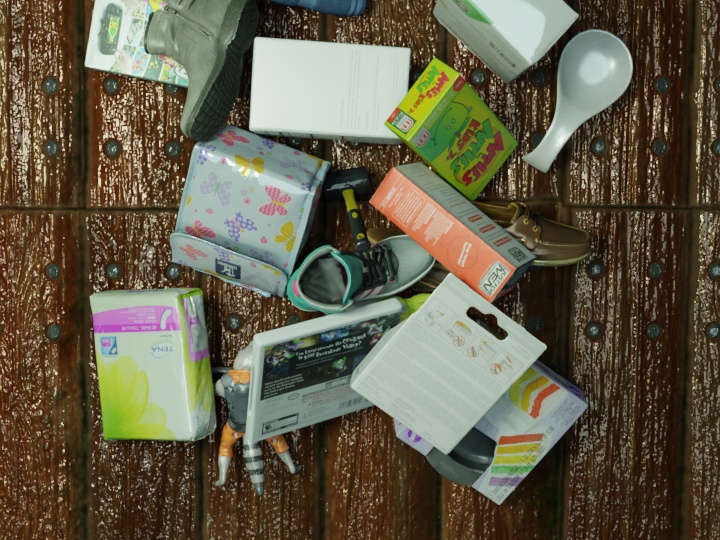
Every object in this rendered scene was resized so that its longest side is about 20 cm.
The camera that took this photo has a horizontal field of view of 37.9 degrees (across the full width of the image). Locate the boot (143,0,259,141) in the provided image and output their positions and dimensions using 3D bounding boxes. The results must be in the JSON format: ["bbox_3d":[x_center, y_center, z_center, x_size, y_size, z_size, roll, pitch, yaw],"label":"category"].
[{"bbox_3d":[-0.215,-0.264,1.311,0.130,0.068,0.201,15,80,19],"label":"boot"}]

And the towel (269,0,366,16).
[{"bbox_3d":[-0.078,-0.394,1.343,0.199,0.048,0.112,4,98,-34],"label":"towel"}]

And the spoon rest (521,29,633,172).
[{"bbox_3d":[0.286,-0.224,1.392,0.099,0.061,0.201,30,95,-2],"label":"spoon rest"}]

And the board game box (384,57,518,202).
[{"bbox_3d":[0.120,-0.174,1.332,0.048,0.200,0.102,40,94,35],"label":"board game box"}]

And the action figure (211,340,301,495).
[{"bbox_3d":[-0.122,0.190,1.406,0.199,0.105,0.195,-5,105,4],"label":"action figure"}]

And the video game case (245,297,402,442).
[{"bbox_3d":[-0.048,0.128,1.341,0.199,0.023,0.183,-14,136,-25],"label":"video game case"}]

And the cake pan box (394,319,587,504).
[{"bbox_3d":[0.170,0.193,1.401,0.184,0.052,0.200,36,107,-11],"label":"cake pan box"}]

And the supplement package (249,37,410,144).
[{"bbox_3d":[-0.039,-0.230,1.362,0.199,0.117,0.118,4,94,-1],"label":"supplement package"}]

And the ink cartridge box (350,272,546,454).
[{"bbox_3d":[0.108,0.114,1.319,0.161,0.050,0.200,36,107,-10],"label":"ink cartridge box"}]

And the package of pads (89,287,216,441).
[{"bbox_3d":[-0.272,0.124,1.391,0.154,0.068,0.201,-2,96,25],"label":"package of pads"}]

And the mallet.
[{"bbox_3d":[0.000,-0.079,1.343,0.065,0.200,0.041,-16,121,-8],"label":"mallet"}]

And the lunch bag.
[{"bbox_3d":[-0.149,-0.065,1.366,0.169,0.127,0.201,22,122,-1],"label":"lunch bag"}]

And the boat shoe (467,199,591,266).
[{"bbox_3d":[0.211,-0.053,1.390,0.199,0.072,0.068,7,122,1],"label":"boat shoe"}]

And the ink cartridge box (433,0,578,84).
[{"bbox_3d":[0.175,-0.321,1.315,0.145,0.200,0.088,43,90,-2],"label":"ink cartridge box"}]

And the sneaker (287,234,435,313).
[{"bbox_3d":[0.000,0.000,1.306,0.199,0.121,0.084,-19,88,1],"label":"sneaker"}]

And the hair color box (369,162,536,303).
[{"bbox_3d":[0.118,-0.051,1.325,0.200,0.101,0.061,40,112,14],"label":"hair color box"}]

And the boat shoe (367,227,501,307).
[{"bbox_3d":[0.096,0.002,1.404,0.199,0.070,0.071,19,120,6],"label":"boat shoe"}]

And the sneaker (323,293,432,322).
[{"bbox_3d":[0.035,0.080,1.409,0.199,0.076,0.106,9,119,19],"label":"sneaker"}]

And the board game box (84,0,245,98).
[{"bbox_3d":[-0.248,-0.320,1.383,0.199,0.064,0.149,10,95,-2],"label":"board game box"}]
